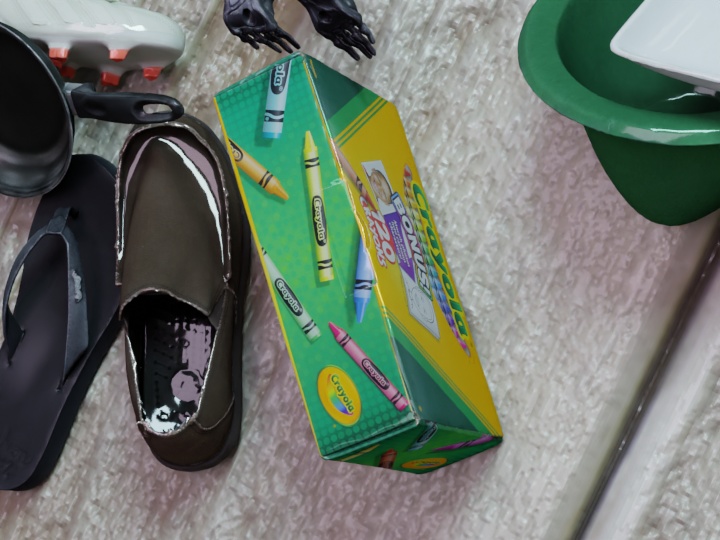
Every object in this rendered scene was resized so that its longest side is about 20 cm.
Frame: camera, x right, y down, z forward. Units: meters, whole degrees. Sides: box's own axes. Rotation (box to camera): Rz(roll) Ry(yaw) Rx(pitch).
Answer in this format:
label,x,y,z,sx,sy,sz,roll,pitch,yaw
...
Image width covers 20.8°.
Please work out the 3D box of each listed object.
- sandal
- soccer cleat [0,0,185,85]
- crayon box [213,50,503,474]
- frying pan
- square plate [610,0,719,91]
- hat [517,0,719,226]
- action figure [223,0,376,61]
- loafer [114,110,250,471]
label,x,y,z,sx,sy,sz,roll,pitch,yaw
sandal,-0.177,0.030,1.125,0.076,0.043,0.201,16,88,26
soccer cleat,-0.189,-0.155,1.152,0.199,0.069,0.078,7,81,28
crayon box,0.000,0.000,1.007,0.058,0.119,0.201,-24,73,19
frying pan,-0.181,-0.107,1.095,0.190,0.031,0.115,-24,104,41
square plate,0.246,-0.121,0.911,0.198,0.029,0.200,22,50,25
hat,0.165,-0.044,0.993,0.165,0.177,0.200,9,43,19
action figure,-0.006,-0.201,1.060,0.118,0.102,0.201,-1,54,33
loafer,-0.097,0.007,1.070,0.073,0.071,0.201,-9,81,6
